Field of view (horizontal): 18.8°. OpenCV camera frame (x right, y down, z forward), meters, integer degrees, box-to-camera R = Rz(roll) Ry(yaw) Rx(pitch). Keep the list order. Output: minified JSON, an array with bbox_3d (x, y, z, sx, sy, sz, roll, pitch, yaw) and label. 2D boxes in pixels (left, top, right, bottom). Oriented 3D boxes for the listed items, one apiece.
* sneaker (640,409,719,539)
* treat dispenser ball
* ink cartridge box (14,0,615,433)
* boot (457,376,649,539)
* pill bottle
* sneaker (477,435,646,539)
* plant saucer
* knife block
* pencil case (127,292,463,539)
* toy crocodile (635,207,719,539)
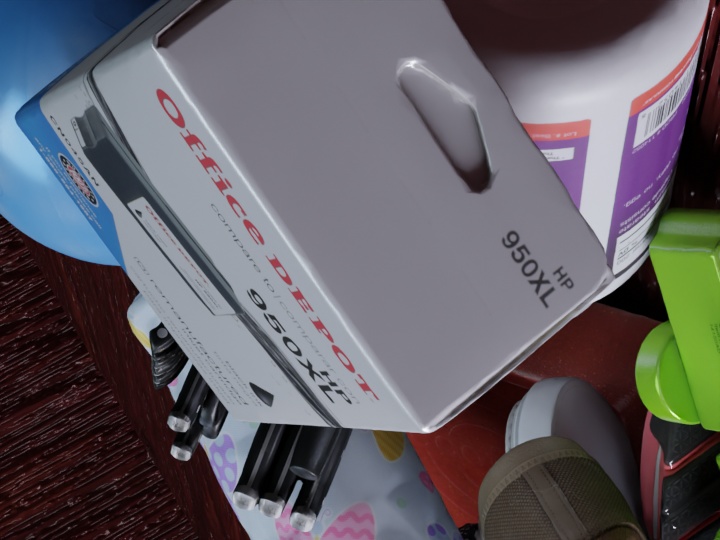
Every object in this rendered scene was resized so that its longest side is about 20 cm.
[{"bbox_3d":[0.142,0.111,0.895,0.087,0.073,0.201,46,160,54],"label":"sneaker"},{"bbox_3d":[-0.131,-0.104,1.220,0.201,0.200,0.201,56,166,22],"label":"treat dispenser ball"},{"bbox_3d":[-0.024,-0.028,0.718,0.145,0.084,0.200,54,162,-10],"label":"ink cartridge box"},{"bbox_3d":[0.074,0.121,0.938,0.095,0.074,0.201,1,135,28],"label":"boot"},{"bbox_3d":[0.060,-0.058,0.776,0.113,0.112,0.200,55,165,25],"label":"pill bottle"},{"bbox_3d":[0.096,0.154,0.846,0.201,0.070,0.076,62,180,-41],"label":"sneaker"},{"bbox_3d":[0.068,0.081,1.005,0.199,0.037,0.201,18,141,31],"label":"plant saucer"},{"bbox_3d":[0.000,0.000,0.895,0.064,0.199,0.176,103,143,-71],"label":"knife block"},{"bbox_3d":[-0.026,0.080,0.945,0.083,0.091,0.201,-4,-121,-56],"label":"pencil case"},{"bbox_3d":[0.156,0.067,0.796,0.067,0.062,0.201,-2,114,58],"label":"toy crocodile"}]
